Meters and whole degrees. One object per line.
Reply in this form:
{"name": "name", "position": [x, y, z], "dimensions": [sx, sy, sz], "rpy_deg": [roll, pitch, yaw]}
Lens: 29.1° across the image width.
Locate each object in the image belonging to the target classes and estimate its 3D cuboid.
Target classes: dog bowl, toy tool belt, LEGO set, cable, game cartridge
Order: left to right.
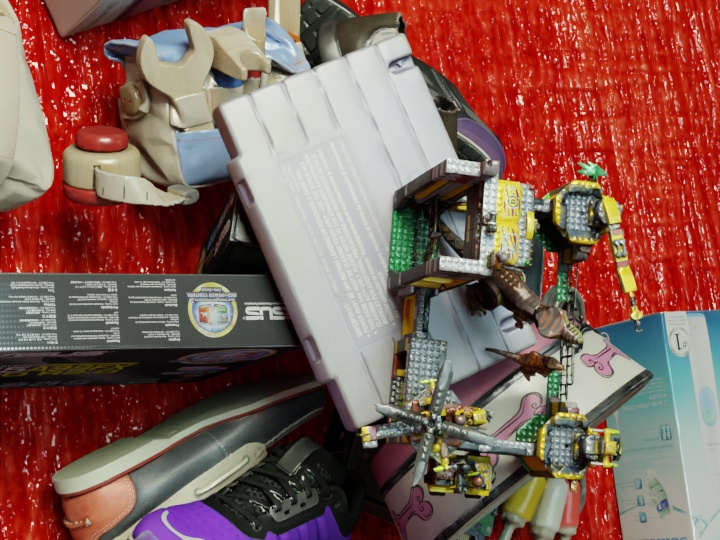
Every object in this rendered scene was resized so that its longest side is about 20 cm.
{"name": "toy tool belt", "position": [-0.265, -0.124, 0.818], "dimensions": [0.122, 0.124, 0.202], "rpy_deg": [-13, 85, -42]}
{"name": "toy tool belt", "position": [-0.110, -0.122, 0.893], "dimensions": [0.199, 0.124, 0.124], "rpy_deg": [-19, 119, -46]}
{"name": "game cartridge", "position": [0.006, -0.023, 0.807], "dimensions": [0.129, 0.038, 0.202], "rpy_deg": [-23, 89, -12]}
{"name": "dog bowl", "position": [0.091, 0.104, 0.908], "dimensions": [0.199, 0.200, 0.074], "rpy_deg": [-30, 75, -33]}
{"name": "LEGO set", "position": [0.084, 0.025, 0.744], "dimensions": [0.152, 0.116, 0.202], "rpy_deg": [15, 80, -13]}
{"name": "cable", "position": [0.155, 0.117, 1.041], "dimensions": [0.097, 0.050, 0.202], "rpy_deg": [18, 86, -40]}

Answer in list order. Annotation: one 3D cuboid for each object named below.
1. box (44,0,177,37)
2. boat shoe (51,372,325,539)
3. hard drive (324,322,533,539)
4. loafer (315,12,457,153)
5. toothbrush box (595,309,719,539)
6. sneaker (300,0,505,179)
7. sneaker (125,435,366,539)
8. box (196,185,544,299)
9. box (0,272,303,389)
{"name": "box", "position": [-0.119, -0.251, 0.935], "dimensions": [0.199, 0.128, 0.110], "rpy_deg": [-26, 94, -33]}
{"name": "boat shoe", "position": [-0.101, 0.122, 0.893], "dimensions": [0.199, 0.071, 0.063], "rpy_deg": [-24, 99, -33]}
{"name": "hard drive", "position": [0.053, 0.088, 1.017], "dimensions": [0.139, 0.038, 0.202], "rpy_deg": [25, 66, -25]}
{"name": "loafer", "position": [0.038, -0.089, 0.968], "dimensions": [0.201, 0.071, 0.073], "rpy_deg": [63, 18, -13]}
{"name": "toothbrush box", "position": [0.280, 0.136, 1.121], "dimensions": [0.145, 0.085, 0.202], "rpy_deg": [0, 80, -32]}
{"name": "sneaker", "position": [0.029, -0.129, 1.048], "dimensions": [0.200, 0.076, 0.088], "rpy_deg": [46, 30, -6]}
{"name": "sneaker", "position": [-0.061, 0.145, 0.852], "dimensions": [0.100, 0.069, 0.200], "rpy_deg": [-58, 152, 9]}
{"name": "box", "position": [0.000, 0.000, 0.904], "dimensions": [0.198, 0.159, 0.046], "rpy_deg": [11, 72, -13]}
{"name": "box", "position": [-0.152, 0.038, 0.826], "dimensions": [0.198, 0.160, 0.045], "rpy_deg": [1, 79, -33]}
